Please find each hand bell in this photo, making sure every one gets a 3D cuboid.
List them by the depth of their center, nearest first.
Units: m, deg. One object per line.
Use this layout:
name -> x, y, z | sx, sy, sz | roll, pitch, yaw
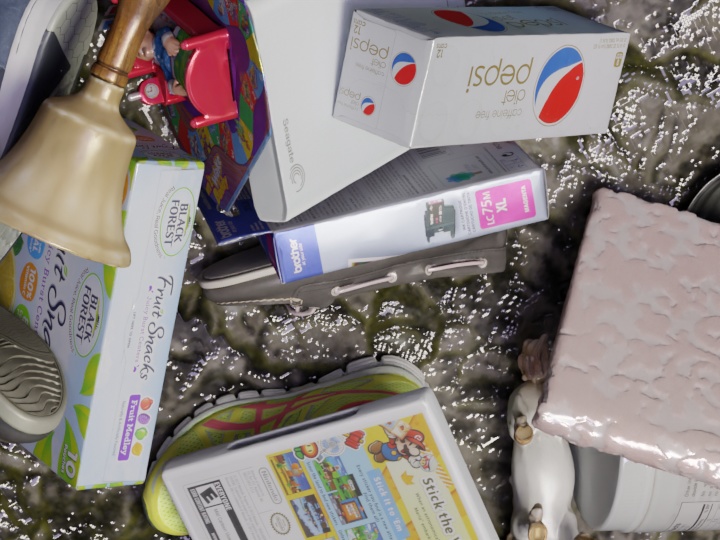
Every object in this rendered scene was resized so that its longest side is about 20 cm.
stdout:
hand bell -> -0.132, -0.113, 1.412 | 0.104, 0.104, 0.201 | 23, 95, -18

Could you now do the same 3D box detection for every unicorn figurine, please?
unicorn figurine -> 0.111, 0.143, 1.664 | 0.074, 0.137, 0.201 | 15, 89, -7

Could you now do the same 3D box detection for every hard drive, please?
hard drive -> -0.002, -0.126, 1.527 | 0.200, 0.027, 0.132 | -32, 119, -46

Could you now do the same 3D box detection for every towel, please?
towel -> 0.218, 0.051, 1.596 | 0.199, 0.192, 0.032 | 17, 142, 0

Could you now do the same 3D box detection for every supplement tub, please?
supplement tub -> 0.243, 0.101, 1.666 | 0.199, 0.132, 0.133 | 0, 107, -12

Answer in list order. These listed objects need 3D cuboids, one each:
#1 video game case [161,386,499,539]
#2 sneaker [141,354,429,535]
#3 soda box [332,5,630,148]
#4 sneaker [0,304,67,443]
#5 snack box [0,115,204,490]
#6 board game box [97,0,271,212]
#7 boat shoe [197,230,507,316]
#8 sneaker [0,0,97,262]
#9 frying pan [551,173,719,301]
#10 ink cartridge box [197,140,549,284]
video game case -> -0.003, 0.180, 1.601 | 0.181, 0.023, 0.201 | -16, 112, 19
sneaker -> -0.044, 0.116, 1.629 | 0.199, 0.090, 0.078 | -25, 113, -2
soda box -> 0.075, -0.117, 1.540 | 0.200, 0.064, 0.068 | -7, 115, -49
sneaker -> -0.249, 0.069, 1.527 | 0.075, 0.200, 0.107 | 6, 115, -45
snack box -> -0.165, 0.011, 1.537 | 0.053, 0.142, 0.201 | -1, 109, -38
board game box -> -0.108, -0.120, 1.476 | 0.039, 0.200, 0.159 | -17, 76, -20
boat shoe -> 0.000, 0.000, 1.614 | 0.199, 0.067, 0.057 | -17, 106, -11
sneaker -> -0.248, -0.097, 1.499 | 0.146, 0.077, 0.203 | 26, 104, 16
frying pan -> 0.231, 0.001, 1.684 | 0.190, 0.031, 0.115 | -34, 106, 11
ink cartridge box -> 0.003, -0.042, 1.572 | 0.199, 0.119, 0.042 | -12, 112, -9
